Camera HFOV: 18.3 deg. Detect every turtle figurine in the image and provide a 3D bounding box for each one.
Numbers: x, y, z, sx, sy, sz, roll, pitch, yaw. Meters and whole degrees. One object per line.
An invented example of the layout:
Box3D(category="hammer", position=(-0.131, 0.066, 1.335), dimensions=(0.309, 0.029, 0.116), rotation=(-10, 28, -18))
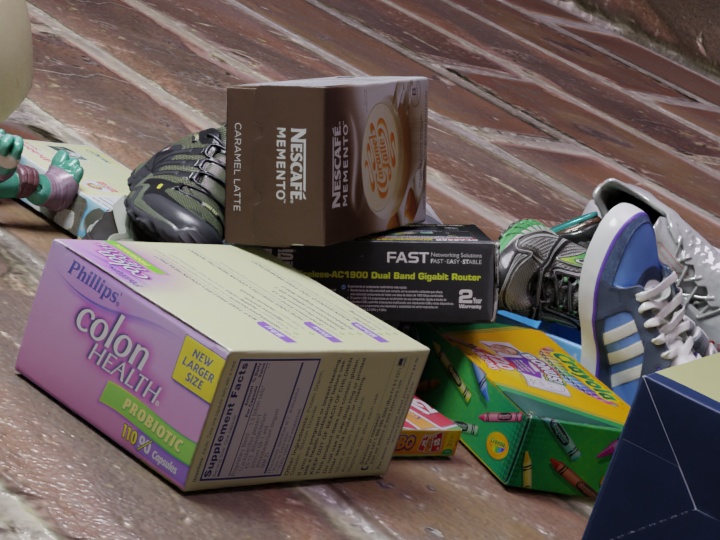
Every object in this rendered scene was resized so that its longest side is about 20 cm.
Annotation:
Box3D(category="turtle figurine", position=(-0.311, -0.089, 1.718), dimensions=(0.149, 0.101, 0.200), rotation=(35, 9, 28))

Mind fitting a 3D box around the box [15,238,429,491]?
Box3D(category="box", position=(-0.090, 0.059, 1.470), dimensions=(0.175, 0.097, 0.199), rotation=(30, 17, 36))

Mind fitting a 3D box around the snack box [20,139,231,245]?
Box3D(category="snack box", position=(-0.210, -0.055, 1.842), dimensions=(0.200, 0.037, 0.116), rotation=(31, 18, 38))

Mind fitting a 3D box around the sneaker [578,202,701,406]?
Box3D(category="sneaker", position=(0.241, 0.059, 1.690), dimensions=(0.146, 0.201, 0.080), rotation=(21, 29, 35))

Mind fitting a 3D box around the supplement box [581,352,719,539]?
Box3D(category="supplement box", position=(0.289, 0.159, 1.515), dimensions=(0.199, 0.135, 0.199), rotation=(26, 16, 25))

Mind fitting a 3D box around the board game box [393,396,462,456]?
Box3D(category="board game box", position=(-0.025, 0.080, 1.620), dimensions=(0.095, 0.030, 0.200), rotation=(4, 19, -44))

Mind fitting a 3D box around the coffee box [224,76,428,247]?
Box3D(category="coffee box", position=(-0.021, -0.082, 1.630), dimensions=(0.079, 0.115, 0.200), rotation=(3, 8, 23))

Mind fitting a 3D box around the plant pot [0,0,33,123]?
Box3D(category="plant pot", position=(-0.353, -0.182, 1.883), dimensions=(0.135, 0.200, 0.200), rotation=(52, 1, -24))

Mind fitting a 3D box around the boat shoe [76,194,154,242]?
Box3D(category="boat shoe", position=(-0.176, 0.007, 1.627), dimensions=(0.072, 0.060, 0.201), rotation=(47, 9, -16))

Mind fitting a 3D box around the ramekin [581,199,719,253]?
Box3D(category="ramekin", position=(0.275, 0.024, 2.008), dimensions=(0.199, 0.106, 0.200), rotation=(23, 8, -4))

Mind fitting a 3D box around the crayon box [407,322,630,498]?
Box3D(category="crayon box", position=(0.122, 0.100, 1.665), dimensions=(0.118, 0.059, 0.200), rotation=(10, 17, -28))

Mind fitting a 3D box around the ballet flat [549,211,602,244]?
Box3D(category="ballet flat", position=(0.128, 0.005, 1.951), dimensions=(0.199, 0.069, 0.068), rotation=(-15, 3, 24))

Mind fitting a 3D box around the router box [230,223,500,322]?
Box3D(category="router box", position=(0.000, 0.000, 1.689), dimensions=(0.198, 0.063, 0.150), rotation=(0, 6, -3))

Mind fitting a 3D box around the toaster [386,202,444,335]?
Box3D(category="toaster", position=(-0.021, -0.024, 1.832), dimensions=(0.199, 0.114, 0.129), rotation=(17, 11, -4))

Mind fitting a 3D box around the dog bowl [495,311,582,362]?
Box3D(category="dog bowl", position=(0.148, 0.062, 1.855), dimensions=(0.199, 0.050, 0.111), rotation=(22, 15, 5))

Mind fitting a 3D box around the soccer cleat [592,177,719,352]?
Box3D(category="soccer cleat", position=(0.264, -0.003, 1.848), dimensions=(0.200, 0.069, 0.085), rotation=(50, 8, 30))

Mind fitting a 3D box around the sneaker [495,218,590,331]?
Box3D(category="sneaker", position=(0.171, 0.010, 1.819), dimensions=(0.199, 0.078, 0.085), rotation=(4, 22, -47))

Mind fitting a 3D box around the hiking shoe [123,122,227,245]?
Box3D(category="hiking shoe", position=(-0.120, -0.066, 1.667), dimensions=(0.076, 0.101, 0.200), rotation=(45, 6, -22))

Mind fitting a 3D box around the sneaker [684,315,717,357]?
Box3D(category="sneaker", position=(0.273, 0.095, 1.828), dimensions=(0.200, 0.075, 0.116), rotation=(42, 3, -5))
